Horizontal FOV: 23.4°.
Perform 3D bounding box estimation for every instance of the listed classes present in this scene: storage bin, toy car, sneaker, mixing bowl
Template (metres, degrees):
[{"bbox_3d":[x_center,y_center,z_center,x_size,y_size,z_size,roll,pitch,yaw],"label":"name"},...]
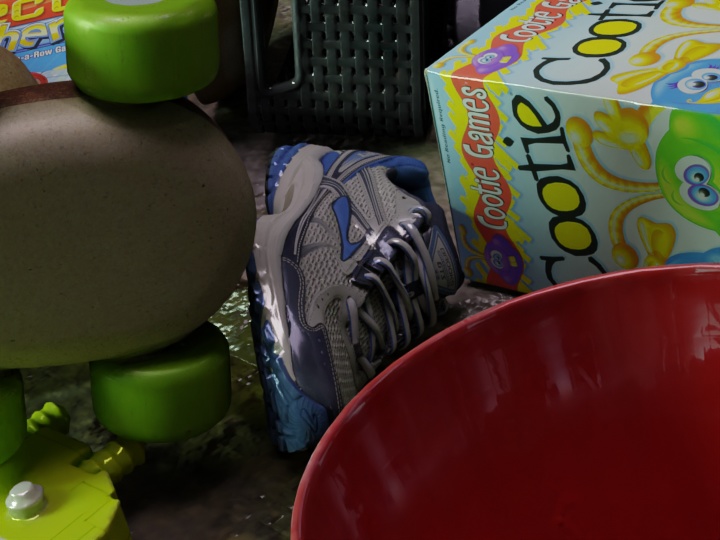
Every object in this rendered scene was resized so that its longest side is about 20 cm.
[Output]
[{"bbox_3d":[-0.001,-0.170,0.927,0.093,0.136,0.200,2,32,7],"label":"storage bin"},{"bbox_3d":[-0.137,-0.044,0.686,0.156,0.166,0.200,-8,26,-16],"label":"toy car"},{"bbox_3d":[0.000,0.000,0.717,0.084,0.078,0.201,-4,32,5],"label":"sneaker"},{"bbox_3d":[0.089,0.095,0.480,0.198,0.109,0.201,-10,31,6],"label":"mixing bowl"}]

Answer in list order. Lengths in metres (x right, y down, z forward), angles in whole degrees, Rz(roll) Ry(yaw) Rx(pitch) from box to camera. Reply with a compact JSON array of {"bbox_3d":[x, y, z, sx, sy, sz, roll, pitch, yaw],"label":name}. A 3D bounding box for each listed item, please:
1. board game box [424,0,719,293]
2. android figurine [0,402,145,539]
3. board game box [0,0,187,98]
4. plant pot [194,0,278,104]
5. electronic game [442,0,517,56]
[{"bbox_3d":[0.140,-0.046,0.705,0.199,0.104,0.105,13,38,38],"label":"board game box"},{"bbox_3d":[-0.163,0.114,0.622,0.181,0.041,0.200,16,43,41],"label":"android figurine"},{"bbox_3d":[-0.183,-0.056,0.848,0.198,0.056,0.197,-12,47,3],"label":"board game box"},{"bbox_3d":[-0.062,-0.190,0.947,0.027,0.201,0.201,6,32,5],"label":"plant pot"},{"bbox_3d":[0.110,-0.155,0.860,0.200,0.041,0.201,-34,44,40],"label":"electronic game"}]
